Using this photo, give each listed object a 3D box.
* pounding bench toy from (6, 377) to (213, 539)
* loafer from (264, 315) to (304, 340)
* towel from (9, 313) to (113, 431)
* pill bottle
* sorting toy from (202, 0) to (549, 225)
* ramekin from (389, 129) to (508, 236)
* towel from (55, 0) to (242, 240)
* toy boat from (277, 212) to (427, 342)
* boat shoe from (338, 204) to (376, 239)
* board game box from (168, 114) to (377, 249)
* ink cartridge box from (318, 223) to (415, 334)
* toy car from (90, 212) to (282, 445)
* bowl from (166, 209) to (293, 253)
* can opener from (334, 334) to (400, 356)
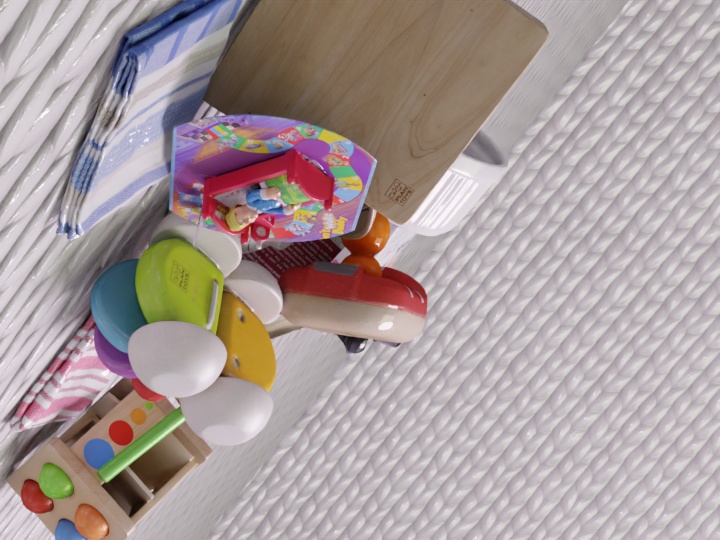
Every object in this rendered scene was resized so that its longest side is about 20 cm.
[{"bbox_3d":[-0.249,0.196,1.339,0.200,0.124,0.156,-38,-176,47],"label":"pounding bench toy"},{"bbox_3d":[-0.128,0.063,1.462,0.199,0.068,0.076,-16,-142,12],"label":"loafer"},{"bbox_3d":[-0.252,0.079,1.275,0.200,0.030,0.146,-51,172,5],"label":"towel"},{"bbox_3d":[-0.098,-0.019,1.374,0.200,0.113,0.113,-47,173,0],"label":"pill bottle"},{"bbox_3d":[0.010,-0.174,1.036,0.200,0.198,0.070,-52,-166,25],"label":"sorting toy"},{"bbox_3d":[0.046,-0.125,1.376,0.105,0.200,0.200,-56,171,19],"label":"ramekin"},{"bbox_3d":[-0.149,-0.118,0.949,0.147,0.024,0.200,-44,170,-46],"label":"towel"},{"bbox_3d":[0.000,0.000,1.300,0.200,0.130,0.131,25,74,-75],"label":"toy boat"},{"bbox_3d":[0.004,-0.119,1.161,0.065,0.072,0.200,-70,175,-46],"label":"boat shoe"},{"bbox_3d":[-0.074,-0.053,1.031,0.200,0.157,0.039,111,-15,-64],"label":"board game box"},{"bbox_3d":[-0.020,-0.058,1.541,0.145,0.145,0.200,-41,170,-50],"label":"ink cartridge box"},{"bbox_3d":[-0.164,0.055,1.168,0.200,0.149,0.176,54,32,-47],"label":"toy car"},{"bbox_3d":[-0.084,-0.083,1.240,0.201,0.094,0.201,-50,172,-9],"label":"bowl"},{"bbox_3d":[0.002,0.076,1.563,0.064,0.078,0.200,-55,-177,-5],"label":"can opener"}]
